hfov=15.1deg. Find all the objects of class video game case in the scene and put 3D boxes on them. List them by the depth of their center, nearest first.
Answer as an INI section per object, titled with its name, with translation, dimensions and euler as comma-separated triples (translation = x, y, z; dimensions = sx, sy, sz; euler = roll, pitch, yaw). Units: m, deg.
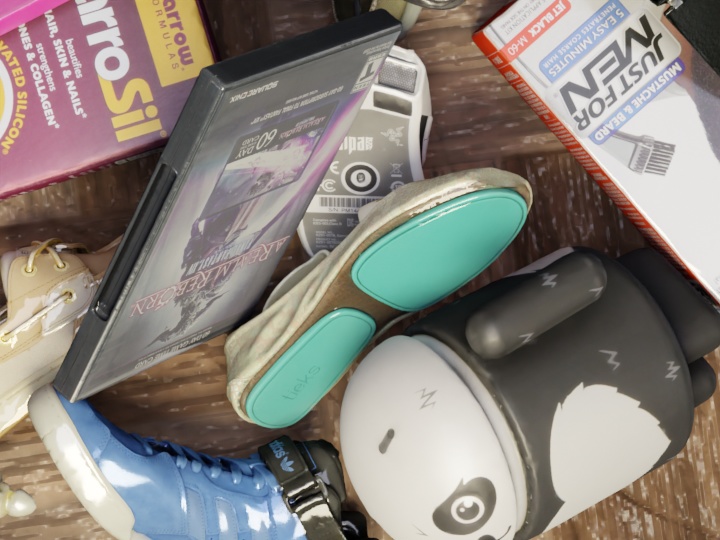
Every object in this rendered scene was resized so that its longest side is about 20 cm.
[video game case]
translation = -0.064, -0.031, 1.309
dimensions = 0.019, 0.143, 0.200
euler = 41, 125, 19

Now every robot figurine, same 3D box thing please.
[robot figurine]
translation = 0.087, 0.066, 1.352
dimensions = 0.200, 0.125, 0.151
euler = -26, 105, -23

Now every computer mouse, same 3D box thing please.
[computer mouse]
translation = -0.001, -0.086, 1.369
dimensions = 0.109, 0.044, 0.200
euler = 2, 125, 1

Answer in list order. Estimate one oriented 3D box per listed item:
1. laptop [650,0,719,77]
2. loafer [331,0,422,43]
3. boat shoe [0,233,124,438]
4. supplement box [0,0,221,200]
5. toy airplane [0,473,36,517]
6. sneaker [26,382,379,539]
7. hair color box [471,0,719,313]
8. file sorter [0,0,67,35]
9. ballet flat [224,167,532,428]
[laptop]
translation = 0.195, -0.203, 1.303
dimensions = 0.177, 0.103, 0.200
euler = -41, 89, 9
[loafer]
translation = -0.012, -0.205, 1.352
dimensions = 0.070, 0.075, 0.200
euler = -16, 115, -22
[boat shoe]
translation = -0.161, 0.019, 1.380
dimensions = 0.200, 0.074, 0.069
euler = -41, 99, 0
[supplement box]
translation = -0.171, -0.096, 1.368
dimensions = 0.200, 0.086, 0.111
euler = -17, 93, -2
[toy airplane]
translation = -0.225, 0.188, 1.367
dimensions = 0.200, 0.141, 0.199
euler = -36, 81, 35
[sneaker]
translation = -0.071, 0.105, 1.369
dimensions = 0.111, 0.077, 0.200
euler = -40, 112, 2
[hair color box]
translation = 0.164, -0.083, 1.395
dimensions = 0.111, 0.064, 0.200
euler = -42, 95, -1
[file sorter]
translation = -0.233, -0.213, 1.295
dimensions = 0.139, 0.125, 0.200
euler = -28, 64, -7
[ballet flat]
translation = 0.000, 0.000, 1.364
dimensions = 0.200, 0.062, 0.067
euler = -40, 133, 21
